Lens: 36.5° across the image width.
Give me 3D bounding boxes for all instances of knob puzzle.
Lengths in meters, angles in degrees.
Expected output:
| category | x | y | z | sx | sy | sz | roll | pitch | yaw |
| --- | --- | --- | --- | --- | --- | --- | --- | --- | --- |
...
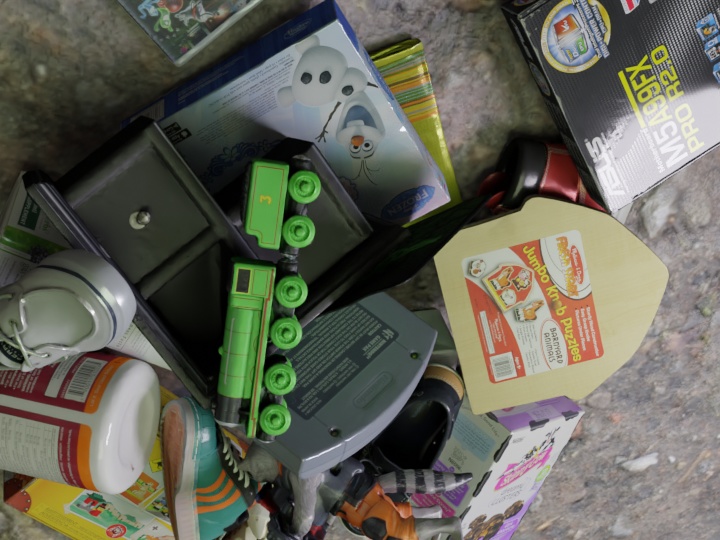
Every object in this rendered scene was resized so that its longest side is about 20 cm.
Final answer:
| category | x | y | z | sx | sy | sz | roll | pitch | yaw |
| --- | --- | --- | --- | --- | --- | --- | --- | --- | --- |
| knob puzzle | 0.176 | 0.023 | 0.981 | 0.217 | 0.031 | 0.222 | 0 | 109 | 0 |

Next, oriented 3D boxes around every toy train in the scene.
| category | x | y | z | sx | sy | sz | roll | pitch | yaw |
| --- | --- | --- | --- | --- | --- | --- | --- | --- | --- |
| toy train | -0.066 | 0.020 | 0.750 | 0.056 | 0.042 | 0.203 | 7 | 97 | -11 |

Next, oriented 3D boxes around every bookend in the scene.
| category | x | y | z | sx | sy | sz | roll | pitch | yaw |
| --- | --- | --- | --- | --- | --- | --- | --- | --- | --- |
| bookend | -0.103 | -0.045 | 0.796 | 0.199 | 0.092 | 0.200 | -39 | 109 | -9 |

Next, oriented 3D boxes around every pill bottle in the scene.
| category | x | y | z | sx | sy | sz | roll | pitch | yaw |
| --- | --- | --- | --- | --- | --- | --- | --- | --- | --- |
| pill bottle | -0.275 | 0.111 | 0.900 | 0.197 | 0.110 | 0.111 | 10 | 128 | 12 |

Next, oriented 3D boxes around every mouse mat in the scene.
| category | x | y | z | sx | sy | sz | roll | pitch | yaw |
| --- | --- | --- | --- | --- | --- | --- | --- | --- | --- |
| mouse mat | 0.000 | 0.000 | 0.869 | 0.199 | 0.161 | 0.008 | -23 | 103 | 41 |

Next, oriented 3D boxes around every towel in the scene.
| category | x | y | z | sx | sy | sz | roll | pitch | yaw |
| --- | --- | --- | --- | --- | --- | --- | --- | --- | --- |
| towel | 0.035 | -0.100 | 0.943 | 0.085 | 0.018 | 0.201 | -21 | 130 | -1 |

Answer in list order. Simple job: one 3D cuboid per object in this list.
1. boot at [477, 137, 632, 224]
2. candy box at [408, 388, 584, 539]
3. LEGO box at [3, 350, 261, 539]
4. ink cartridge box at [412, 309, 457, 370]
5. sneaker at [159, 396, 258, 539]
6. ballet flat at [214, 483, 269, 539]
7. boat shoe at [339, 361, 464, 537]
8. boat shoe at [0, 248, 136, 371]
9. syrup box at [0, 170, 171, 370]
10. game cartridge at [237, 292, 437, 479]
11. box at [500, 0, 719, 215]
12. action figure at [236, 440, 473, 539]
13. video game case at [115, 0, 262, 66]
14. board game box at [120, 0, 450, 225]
| category | x | y | z | sx | sy | sz | roll | pitch | yaw |
| --- | --- | --- | --- | --- | --- | --- | --- | --- | --- |
| boot | 0.166 | -0.027 | 1.009 | 0.142 | 0.073 | 0.202 | -1 | 118 | -17 |
| candy box | 0.122 | 0.212 | 1.111 | 0.167 | 0.071 | 0.202 | -2 | 123 | -54 |
| LEGO box | -0.216 | 0.193 | 1.044 | 0.148 | 0.077 | 0.200 | -39 | 128 | 12 |
| ink cartridge box | 0.023 | 0.142 | 1.089 | 0.115 | 0.068 | 0.202 | -4 | 126 | -15 |
| sneaker | -0.130 | 0.171 | 0.959 | 0.079 | 0.072 | 0.201 | -13 | 143 | -19 |
| ballet flat | -0.116 | 0.271 | 1.140 | 0.069 | 0.071 | 0.201 | 24 | 115 | -30 |
| boat shoe | 0.033 | 0.176 | 1.021 | 0.074 | 0.062 | 0.201 | 29 | 113 | -4 |
| boat shoe | -0.223 | 0.042 | 0.756 | 0.074 | 0.067 | 0.199 | 51 | 145 | -14 |
| syrup box | -0.198 | 0.007 | 0.882 | 0.198 | 0.079 | 0.082 | 22 | 131 | -20 |
| game cartridge | -0.026 | 0.085 | 0.928 | 0.200 | 0.132 | 0.041 | -39 | 153 | -41 |
| box | 0.227 | -0.171 | 0.899 | 0.159 | 0.044 | 0.201 | -32 | 117 | 0 |
| action figure | -0.011 | 0.184 | 0.940 | 0.191 | 0.200 | 0.106 | 22 | 95 | -4 |
| video game case | -0.111 | -0.268 | 0.766 | 0.199 | 0.023 | 0.182 | -36 | 128 | 9 |
| board game box | -0.057 | -0.089 | 0.890 | 0.198 | 0.044 | 0.200 | -27 | 129 | 13 |
